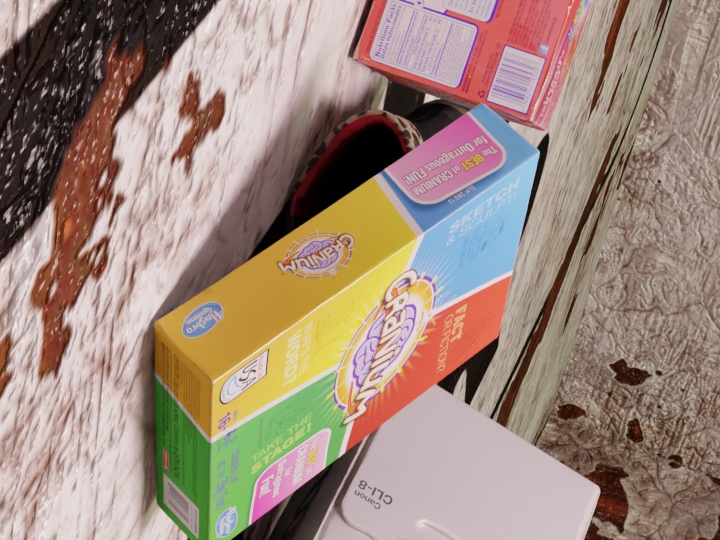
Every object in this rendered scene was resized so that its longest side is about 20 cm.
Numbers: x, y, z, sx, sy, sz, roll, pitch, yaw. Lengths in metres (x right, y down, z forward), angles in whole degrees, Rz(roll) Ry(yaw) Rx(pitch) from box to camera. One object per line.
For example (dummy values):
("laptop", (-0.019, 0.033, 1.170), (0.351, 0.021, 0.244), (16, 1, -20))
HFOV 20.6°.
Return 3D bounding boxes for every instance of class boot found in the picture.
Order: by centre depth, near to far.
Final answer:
("boot", (0.000, 0.000, 1.060), (0.200, 0.073, 0.151), (-64, 167, 9))

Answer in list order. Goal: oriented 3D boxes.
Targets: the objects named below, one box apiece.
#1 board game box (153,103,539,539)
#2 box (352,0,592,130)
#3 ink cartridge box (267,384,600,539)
("board game box", (-0.008, 0.028, 0.933), (0.200, 0.040, 0.153), (-35, 154, -26))
("box", (0.080, -0.184, 1.043), (0.095, 0.102, 0.200), (-2, 110, -80))
("ink cartridge box", (0.024, 0.185, 1.197), (0.145, 0.145, 0.200), (-62, -175, -34))
